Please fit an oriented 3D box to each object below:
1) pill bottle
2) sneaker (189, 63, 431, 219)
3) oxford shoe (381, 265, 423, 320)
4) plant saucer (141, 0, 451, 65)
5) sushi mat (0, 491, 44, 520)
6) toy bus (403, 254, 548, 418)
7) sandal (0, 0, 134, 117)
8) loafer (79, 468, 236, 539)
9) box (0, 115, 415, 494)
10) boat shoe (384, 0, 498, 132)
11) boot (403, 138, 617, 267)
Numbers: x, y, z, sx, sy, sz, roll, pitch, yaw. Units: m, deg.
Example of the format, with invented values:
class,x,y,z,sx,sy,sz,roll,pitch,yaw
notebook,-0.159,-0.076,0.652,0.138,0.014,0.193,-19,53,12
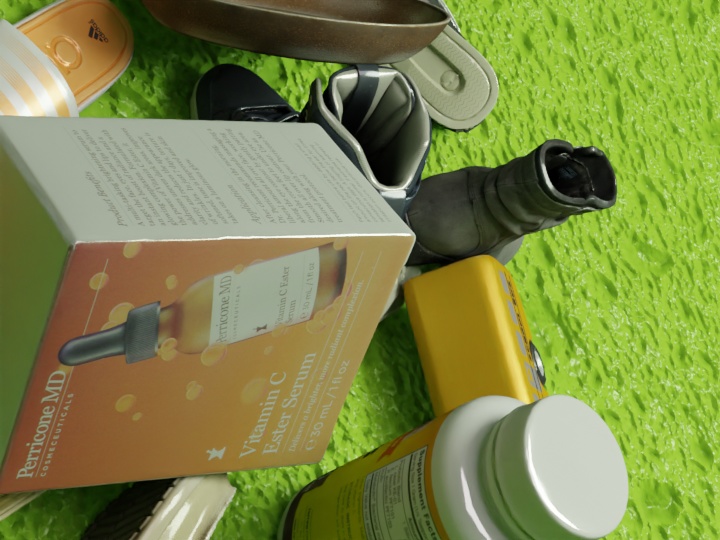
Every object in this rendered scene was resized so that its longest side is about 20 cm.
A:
class,x,y,z,sx,sy,sz,roll,pitch,yaw
pill bottle,0.050,0.137,1.079,0.109,0.199,0.110,21,55,-34
sneaker,-0.030,-0.085,1.134,0.076,0.147,0.203,-12,52,-29
oxford shoe,0.000,0.000,1.213,0.075,0.058,0.200,51,42,-6
plant saucer,-0.045,-0.155,1.188,0.199,0.199,0.032,-5,110,-44
sushi mat,-0.171,0.064,1.050,0.200,0.012,0.096,-32,91,-47
toy bus,0.086,0.098,1.211,0.078,0.065,0.202,36,38,-69
sandal,-0.184,-0.110,1.099,0.079,0.059,0.207,49,44,-10
loafer,-0.116,0.175,1.002,0.068,0.075,0.201,47,49,-18
box,-0.099,0.015,0.991,0.199,0.153,0.106,-3,38,-37
boat shoe,0.017,-0.176,1.331,0.200,0.072,0.068,51,5,1
boot,0.105,-0.039,1.245,0.200,0.131,0.070,-11,86,-67
